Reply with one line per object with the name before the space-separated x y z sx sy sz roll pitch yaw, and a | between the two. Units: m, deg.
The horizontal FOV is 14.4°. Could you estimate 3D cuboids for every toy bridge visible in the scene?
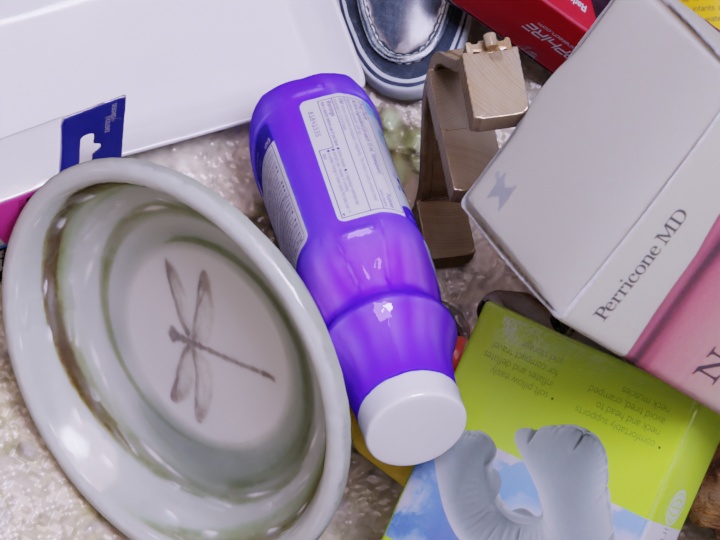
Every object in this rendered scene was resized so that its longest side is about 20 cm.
toy bridge | 0.047 -0.066 1.307 0.027 0.200 0.068 -8 71 -9

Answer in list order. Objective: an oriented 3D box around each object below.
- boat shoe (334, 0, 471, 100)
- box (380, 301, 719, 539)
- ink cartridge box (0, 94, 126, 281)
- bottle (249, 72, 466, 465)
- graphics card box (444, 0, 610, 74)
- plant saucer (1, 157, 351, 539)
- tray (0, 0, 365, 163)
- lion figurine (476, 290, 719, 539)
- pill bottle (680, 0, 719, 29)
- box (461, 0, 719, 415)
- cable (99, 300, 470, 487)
boat shoe | 0.022 -0.190 1.394 0.070 0.091 0.202 1 77 1
box | 0.071 0.129 1.268 0.121 0.048 0.201 23 90 30
ink cartridge box | -0.195 -0.017 1.308 0.199 0.095 0.037 -23 72 -15
bottle | 0.000 0.000 1.303 0.065 0.084 0.201 -15 47 -5
graphics card box | 0.117 -0.198 1.411 0.125 0.051 0.201 31 63 -37
plant saucer | -0.073 0.038 1.272 0.200 0.200 0.050 49 45 9
tray | -0.107 -0.108 1.392 0.199 0.022 0.108 -16 75 -13
lion figurine | 0.145 0.056 1.348 0.122 0.072 0.201 -9 64 -38
pill bottle | 0.178 -0.096 1.351 0.103 0.104 0.202 -3 92 -10
box | 0.166 -0.013 1.217 0.199 0.109 0.128 29 105 -34
cable | -0.025 0.035 1.340 0.199 0.050 0.098 22 72 -1
